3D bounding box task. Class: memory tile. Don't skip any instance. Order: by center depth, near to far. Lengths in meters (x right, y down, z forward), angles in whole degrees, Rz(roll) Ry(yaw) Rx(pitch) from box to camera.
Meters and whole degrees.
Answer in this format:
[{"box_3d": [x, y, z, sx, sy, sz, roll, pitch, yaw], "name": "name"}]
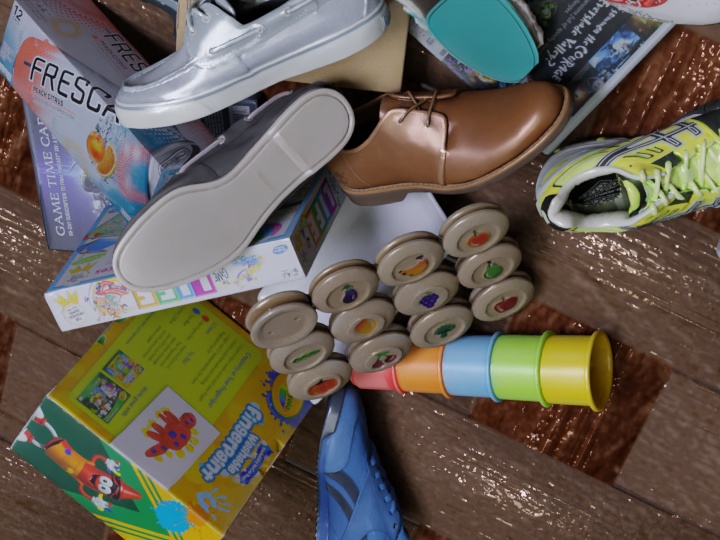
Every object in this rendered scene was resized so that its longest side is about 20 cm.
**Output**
[{"box_3d": [0.025, 0.026, 1.383, 0.199, 0.017, 0.153, -24, 148, 2], "name": "memory tile"}]

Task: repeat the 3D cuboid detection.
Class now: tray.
[{"box_3d": [0.000, 0.000, 1.448, 0.200, 0.022, 0.108, -50, 56, 35], "name": "tray"}]

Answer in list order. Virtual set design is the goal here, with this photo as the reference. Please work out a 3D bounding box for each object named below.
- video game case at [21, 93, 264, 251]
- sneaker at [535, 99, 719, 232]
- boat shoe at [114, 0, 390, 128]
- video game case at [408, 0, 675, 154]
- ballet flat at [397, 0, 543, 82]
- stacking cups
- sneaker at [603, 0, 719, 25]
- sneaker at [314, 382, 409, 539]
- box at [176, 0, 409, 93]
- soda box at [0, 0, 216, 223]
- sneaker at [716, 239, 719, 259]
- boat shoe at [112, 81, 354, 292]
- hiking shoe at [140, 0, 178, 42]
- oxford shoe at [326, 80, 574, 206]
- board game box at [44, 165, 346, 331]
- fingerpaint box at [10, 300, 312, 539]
[{"box_3d": [-0.162, -0.074, 1.497, 0.199, 0.019, 0.144, 6, 119, 20], "name": "video game case"}, {"box_3d": [0.214, -0.062, 1.310, 0.199, 0.076, 0.076, -18, 108, 19], "name": "sneaker"}, {"box_3d": [-0.081, -0.160, 1.303, 0.200, 0.070, 0.072, -21, 115, 8], "name": "boat shoe"}, {"box_3d": [0.123, -0.203, 1.307, 0.182, 0.023, 0.200, 41, 124, -3], "name": "video game case"}, {"box_3d": [0.051, -0.201, 1.275, 0.072, 0.072, 0.200, -31, 132, 32], "name": "ballet flat"}, {"box_3d": [0.088, 0.075, 1.459, 0.199, 0.061, 0.061, -1, 117, 26], "name": "stacking cups"}, {"box_3d": [0.144, -0.193, 1.225, 0.200, 0.108, 0.068, 26, 123, 6], "name": "sneaker"}, {"box_3d": [0.003, 0.174, 1.546, 0.078, 0.066, 0.201, 4, 120, 6], "name": "sneaker"}, {"box_3d": [-0.040, -0.222, 1.313, 0.162, 0.021, 0.201, 7, 119, 0], "name": "box"}, {"box_3d": [-0.182, -0.117, 1.401, 0.200, 0.068, 0.064, 47, 130, 27], "name": "soda box"}, {"box_3d": [0.345, -0.032, 1.289, 0.112, 0.073, 0.200, 43, 133, -9], "name": "sneaker"}, {"box_3d": [-0.089, -0.057, 1.331, 0.200, 0.057, 0.067, -39, 110, -6], "name": "boat shoe"}, {"box_3d": [-0.131, -0.227, 1.375, 0.200, 0.075, 0.087, 40, 117, -15], "name": "hiking shoe"}, {"box_3d": [0.052, -0.097, 1.330, 0.199, 0.072, 0.071, -14, 136, 33], "name": "oxford shoe"}, {"box_3d": [-0.118, -0.022, 1.413, 0.199, 0.135, 0.034, -12, 116, 22], "name": "board game box"}, {"box_3d": [-0.145, 0.115, 1.486, 0.167, 0.200, 0.073, 38, 126, -2], "name": "fingerpaint box"}]
